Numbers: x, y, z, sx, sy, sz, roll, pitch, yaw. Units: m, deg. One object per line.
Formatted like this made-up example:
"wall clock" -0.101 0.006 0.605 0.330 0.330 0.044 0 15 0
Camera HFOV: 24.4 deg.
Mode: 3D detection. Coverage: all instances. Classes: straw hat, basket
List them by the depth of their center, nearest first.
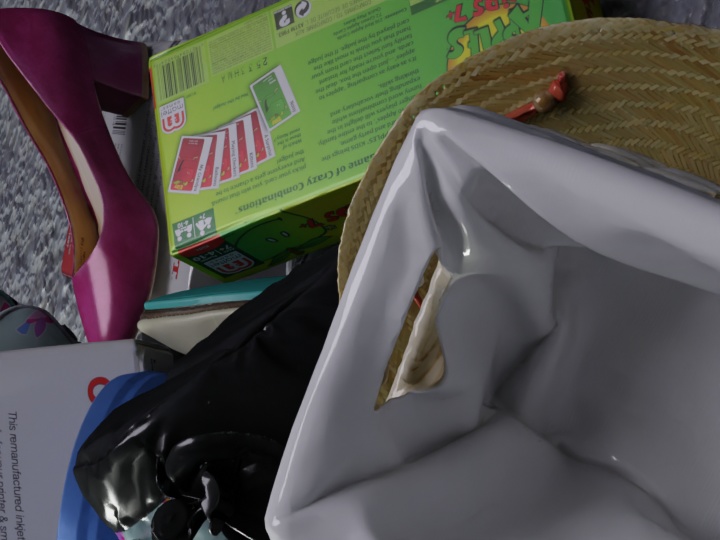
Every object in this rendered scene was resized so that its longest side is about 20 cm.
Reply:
"basket" 0.099 0.048 0.449 0.200 0.123 0.136 24 104 17
"straw hat" 0.098 0.011 0.574 0.085 0.201 0.201 15 -95 -79

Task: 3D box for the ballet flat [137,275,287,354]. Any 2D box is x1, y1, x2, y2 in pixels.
"ballet flat" 0.001 0.023 0.704 0.200 0.069 0.070 -13 63 18

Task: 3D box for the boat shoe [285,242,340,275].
"boat shoe" 0.000 0.000 0.798 0.071 0.072 0.200 -22 50 65

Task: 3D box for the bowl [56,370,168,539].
"bowl" -0.077 0.142 0.719 0.201 0.039 0.201 -5 -90 -79

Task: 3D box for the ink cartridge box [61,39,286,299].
"ink cartridge box" -0.089 -0.051 0.942 0.200 0.083 0.147 13 92 60

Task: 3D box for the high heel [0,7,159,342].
"high heel" -0.160 -0.047 0.882 0.067 0.096 0.200 -28 58 55

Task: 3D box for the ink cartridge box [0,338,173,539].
"ink cartridge box" -0.188 0.115 0.811 0.084 0.200 0.145 38 -134 -82

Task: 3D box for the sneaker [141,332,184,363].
"sneaker" -0.076 0.071 0.888 0.200 0.075 0.079 11 82 71

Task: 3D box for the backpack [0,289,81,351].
"backpack" -0.214 0.128 0.985 0.153 0.200 0.176 -18 24 49

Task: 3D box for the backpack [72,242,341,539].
"backpack" 0.003 0.105 0.629 0.200 0.167 0.127 55 149 -8

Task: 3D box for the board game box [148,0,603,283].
"board game box" 0.007 -0.076 0.718 0.200 0.048 0.102 -20 65 23
